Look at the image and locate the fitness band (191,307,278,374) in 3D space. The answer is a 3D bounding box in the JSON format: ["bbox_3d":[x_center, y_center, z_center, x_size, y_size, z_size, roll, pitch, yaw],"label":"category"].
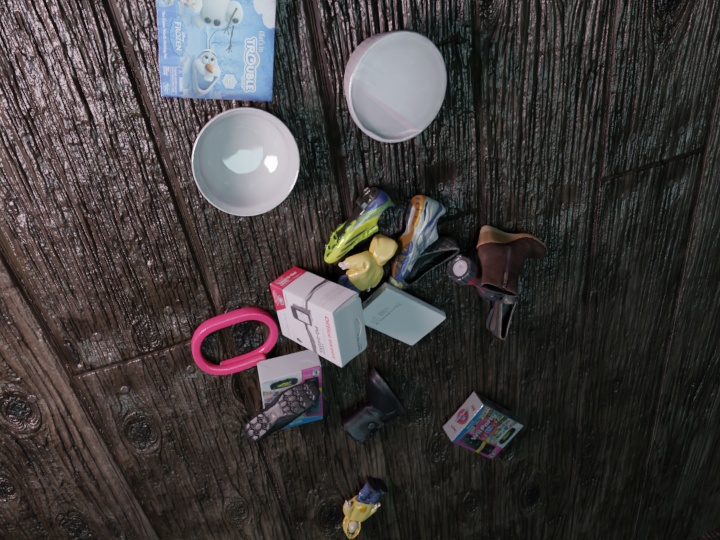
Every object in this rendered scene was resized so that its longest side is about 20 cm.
[{"bbox_3d":[-0.283,0.160,1.302,0.197,0.037,0.146,-18,121,-12],"label":"fitness band"}]

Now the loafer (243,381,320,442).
[{"bbox_3d":[-0.179,0.323,1.324,0.199,0.070,0.069,-35,80,0],"label":"loafer"}]

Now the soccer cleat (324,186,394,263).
[{"bbox_3d":[-0.003,-0.088,1.245,0.083,0.065,0.201,32,103,-30],"label":"soccer cleat"}]

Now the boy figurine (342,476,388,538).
[{"bbox_3d":[-0.003,0.710,1.709,0.123,0.065,0.202,23,105,-33],"label":"boy figurine"}]

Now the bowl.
[{"bbox_3d":[-0.218,-0.214,1.075,0.197,0.091,0.204,-9,121,-15],"label":"bowl"}]

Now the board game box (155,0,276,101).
[{"bbox_3d":[-0.247,-0.401,0.985,0.195,0.043,0.203,-4,120,-20],"label":"board game box"}]

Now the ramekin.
[{"bbox_3d":[0.057,-0.357,1.096,0.199,0.094,0.206,-10,121,-16],"label":"ramekin"}]

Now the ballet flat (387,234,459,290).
[{"bbox_3d":[0.144,-0.013,1.350,0.199,0.057,0.067,-38,124,3],"label":"ballet flat"}]

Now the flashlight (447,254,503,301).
[{"bbox_3d":[0.282,0.025,1.401,0.068,0.068,0.199,-40,144,15],"label":"flashlight"}]

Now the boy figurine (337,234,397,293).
[{"bbox_3d":[0.000,0.000,1.288,0.201,0.065,0.124,-50,136,8],"label":"boy figurine"}]

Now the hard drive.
[{"bbox_3d":[0.095,0.110,1.398,0.198,0.027,0.132,27,126,-31],"label":"hard drive"}]

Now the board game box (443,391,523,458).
[{"bbox_3d":[0.364,0.462,1.697,0.199,0.064,0.148,31,104,-31],"label":"board game box"}]

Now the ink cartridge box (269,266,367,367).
[{"bbox_3d":[-0.090,0.096,1.230,0.083,0.198,0.147,-34,130,-35],"label":"ink cartridge box"}]

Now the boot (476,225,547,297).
[{"bbox_3d":[0.366,-0.010,1.372,0.197,0.169,0.072,14,150,-18],"label":"boot"}]

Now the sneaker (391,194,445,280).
[{"bbox_3d":[0.135,-0.066,1.301,0.087,0.075,0.203,10,110,-29],"label":"sneaker"}]

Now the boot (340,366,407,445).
[{"bbox_3d":[0.019,0.364,1.508,0.167,0.077,0.201,-34,131,-4],"label":"boot"}]

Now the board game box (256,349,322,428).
[{"bbox_3d":[-0.167,0.292,1.383,0.145,0.065,0.202,-11,134,-14],"label":"board game box"}]

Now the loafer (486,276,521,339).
[{"bbox_3d":[0.386,0.086,1.496,0.071,0.063,0.203,-2,119,-20],"label":"loafer"}]
